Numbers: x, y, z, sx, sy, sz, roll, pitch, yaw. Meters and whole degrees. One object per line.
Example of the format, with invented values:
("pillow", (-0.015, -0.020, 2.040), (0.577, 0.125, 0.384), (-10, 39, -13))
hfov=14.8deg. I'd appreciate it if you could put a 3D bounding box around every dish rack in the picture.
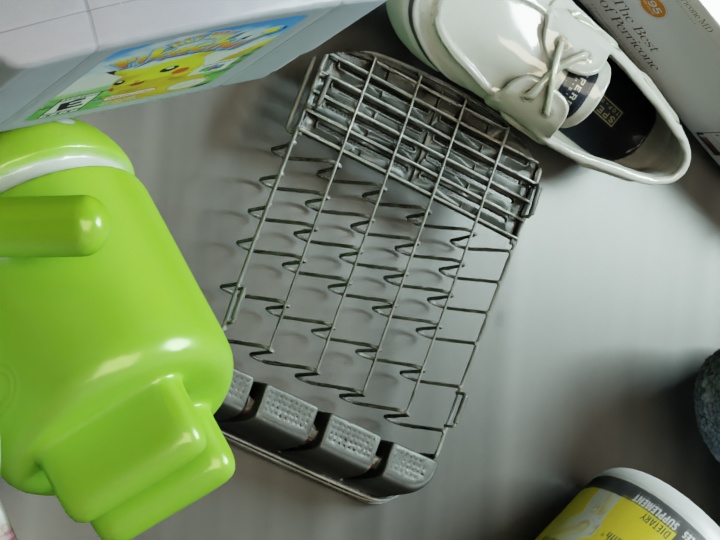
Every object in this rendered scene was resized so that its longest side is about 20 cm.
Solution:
("dish rack", (0.000, 0.000, 1.354), (0.153, 0.054, 0.201), (26, 78, -26))

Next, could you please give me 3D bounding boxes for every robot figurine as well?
("robot figurine", (-0.131, 0.017, 1.225), (0.115, 0.175, 0.201), (-32, 66, 5))

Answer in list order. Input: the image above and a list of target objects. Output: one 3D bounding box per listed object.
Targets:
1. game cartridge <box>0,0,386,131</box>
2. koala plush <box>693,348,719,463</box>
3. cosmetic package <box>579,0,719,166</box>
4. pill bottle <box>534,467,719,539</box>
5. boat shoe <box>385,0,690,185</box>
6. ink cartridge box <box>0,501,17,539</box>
("game cartridge", (-0.087, -0.101, 1.173), (0.199, 0.133, 0.041), (-15, 80, -31))
("koala plush", (0.252, 0.143, 1.426), (0.182, 0.177, 0.202), (6, 89, -15))
("cosmetic package", (0.203, -0.092, 1.421), (0.200, 0.082, 0.051), (46, 62, -25))
("pill bottle", (0.098, 0.202, 1.372), (0.200, 0.112, 0.112), (-44, 109, -19))
("boat shoe", (0.092, -0.096, 1.356), (0.072, 0.066, 0.200), (-50, 134, 2))
("ink cartridge box", (-0.229, 0.132, 1.224), (0.147, 0.085, 0.201), (-27, 101, -23))
